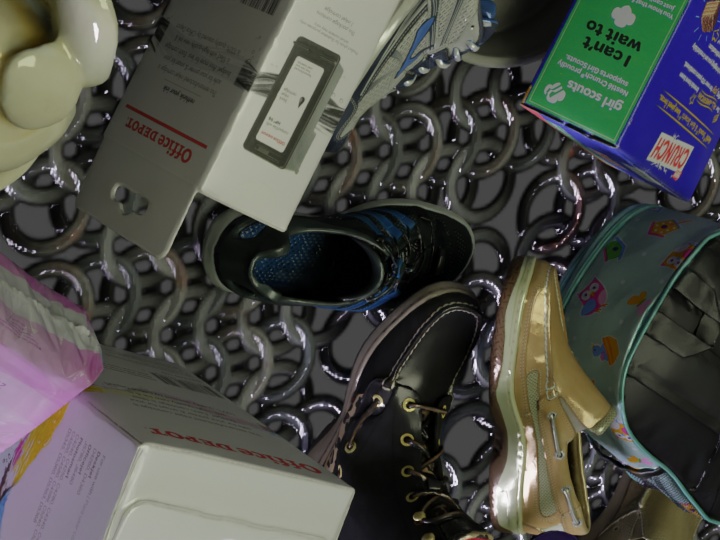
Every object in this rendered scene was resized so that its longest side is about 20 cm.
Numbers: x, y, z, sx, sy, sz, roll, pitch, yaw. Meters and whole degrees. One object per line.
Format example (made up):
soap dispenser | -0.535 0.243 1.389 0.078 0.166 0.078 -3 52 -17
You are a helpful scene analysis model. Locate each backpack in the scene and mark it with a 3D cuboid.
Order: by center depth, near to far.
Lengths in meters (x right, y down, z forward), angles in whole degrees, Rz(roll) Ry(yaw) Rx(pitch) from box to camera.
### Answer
backpack | 0.205 0.050 1.367 0.176 0.153 0.200 -57 141 -6

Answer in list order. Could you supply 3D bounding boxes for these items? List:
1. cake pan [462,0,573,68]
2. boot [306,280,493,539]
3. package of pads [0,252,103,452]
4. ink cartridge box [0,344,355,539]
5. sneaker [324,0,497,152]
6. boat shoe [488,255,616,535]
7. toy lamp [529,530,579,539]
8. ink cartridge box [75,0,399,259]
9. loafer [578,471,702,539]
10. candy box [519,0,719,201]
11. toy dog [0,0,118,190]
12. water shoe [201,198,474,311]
cake pan | 0.091 -0.226 1.252 0.200 0.037 0.201 -14 116 -31
boot | 0.038 0.122 1.252 0.073 0.151 0.200 19 113 -38
package of pads | -0.245 0.064 1.050 0.200 0.076 0.120 -37 130 15
ink cartridge box | -0.133 0.136 1.125 0.147 0.200 0.146 18 97 -39
sneaker | 0.034 -0.141 1.179 0.085 0.077 0.200 22 121 -19
boat shoe | 0.123 0.081 1.277 0.072 0.076 0.200 -60 152 -51
toy lamp | 0.075 0.188 1.301 0.058 0.200 0.058 4 81 -26
ink cartridge box | -0.068 -0.100 1.135 0.068 0.116 0.200 26 92 -38
loafer | 0.215 0.188 1.481 0.200 0.067 0.076 -53 129 -13
candy box | 0.201 -0.160 1.299 0.200 0.077 0.169 -65 155 1
toy dog | -0.246 -0.093 1.016 0.200 0.140 0.194 -29 159 -26
water shoe | 0.000 0.000 1.247 0.200 0.079 0.072 -3 109 -35
